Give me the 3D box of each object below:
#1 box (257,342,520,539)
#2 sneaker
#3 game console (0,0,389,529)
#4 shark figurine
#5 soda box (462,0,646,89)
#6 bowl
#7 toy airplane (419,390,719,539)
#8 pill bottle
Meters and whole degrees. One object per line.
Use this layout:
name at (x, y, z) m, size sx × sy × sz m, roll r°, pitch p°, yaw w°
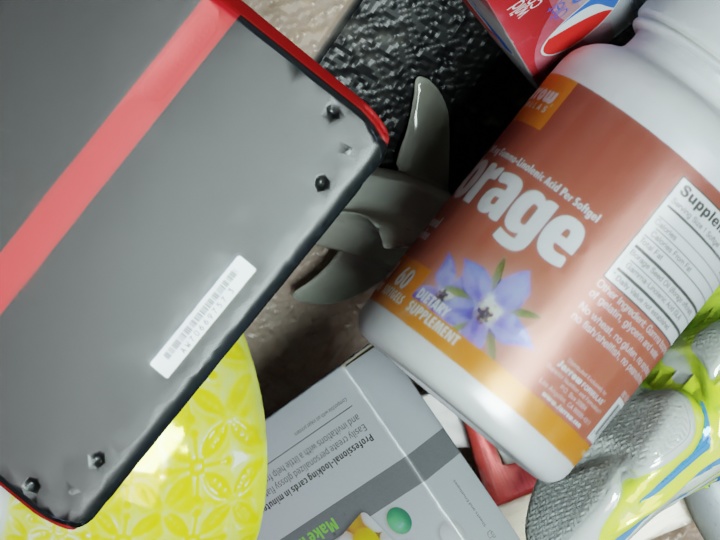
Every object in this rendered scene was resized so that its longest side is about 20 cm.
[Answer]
box at (0.009, 0.152, 1.131) m, size 0.156 × 0.041 × 0.200 m, roll -36°, pitch 89°, yaw 38°
sneaker at (0.165, 0.072, 1.121) m, size 0.105 × 0.076 × 0.200 m, roll 40°, pitch 90°, yaw -26°
game console at (-0.114, -0.029, 0.945) m, size 0.177 × 0.031 × 0.200 m, roll 39°, pitch 93°, yaw -9°
shark figurine at (-0.017, -0.011, 1.110) m, size 0.213 × 0.090 × 0.129 m, roll -4°, pitch 108°, yaw -15°
soda box at (0.065, -0.133, 1.020) m, size 0.063 × 0.200 × 0.070 m, roll -39°, pitch 76°, yaw 4°
bowl at (-0.143, 0.064, 1.027) m, size 0.107 × 0.200 × 0.201 m, roll -17°, pitch 123°, yaw -41°
toy airplane at (0.092, 0.133, 1.185) m, size 0.198 × 0.141 × 0.201 m, roll 19°, pitch 114°, yaw -17°
pill bottle at (0.100, -0.021, 1.057) m, size 0.112 × 0.112 × 0.200 m, roll 40°, pitch 87°, yaw -30°
